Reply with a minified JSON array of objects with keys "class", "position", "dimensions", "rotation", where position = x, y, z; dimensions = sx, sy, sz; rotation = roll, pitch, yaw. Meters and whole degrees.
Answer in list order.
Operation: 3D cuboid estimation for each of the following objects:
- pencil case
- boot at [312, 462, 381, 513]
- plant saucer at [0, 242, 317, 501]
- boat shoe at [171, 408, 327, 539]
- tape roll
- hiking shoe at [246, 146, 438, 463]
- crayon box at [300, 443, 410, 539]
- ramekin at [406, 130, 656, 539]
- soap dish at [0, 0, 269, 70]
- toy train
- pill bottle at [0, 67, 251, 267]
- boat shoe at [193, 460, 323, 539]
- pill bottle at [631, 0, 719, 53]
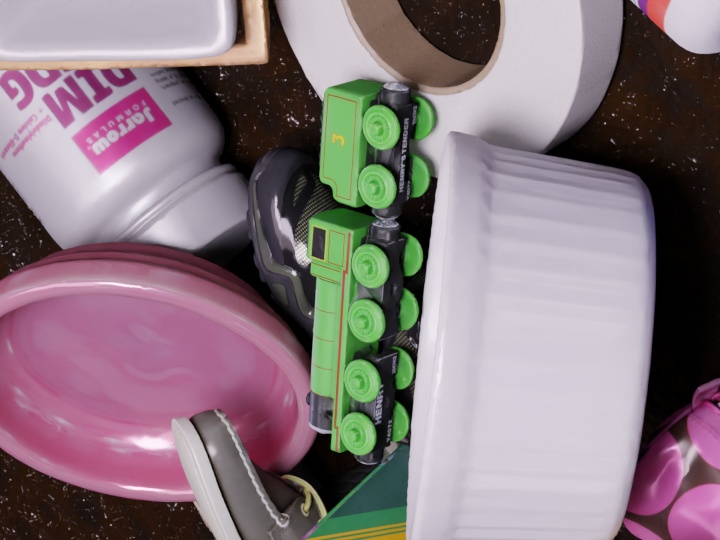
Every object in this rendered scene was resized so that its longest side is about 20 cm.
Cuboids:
[{"class":"pencil case","position":[0.212,0.144,1.248],"dimensions":[0.200,0.091,0.094],"rotation":[43,126,15]},{"class":"boot","position":[0.063,0.174,1.429],"dimensions":[0.200,0.068,0.131],"rotation":[5,121,44]},{"class":"plant saucer","position":[-0.117,0.050,1.404],"dimensions":[0.200,0.051,0.201],"rotation":[5,142,4]},{"class":"boat shoe","position":[-0.044,0.145,1.419],"dimensions":[0.202,0.060,0.072],"rotation":[66,175,-35]},{"class":"tape roll","position":[0.038,-0.141,1.285],"dimensions":[0.202,0.037,0.203],"rotation":[24,129,33]},{"class":"hiking shoe","position":[0.021,0.012,1.378],"dimensions":[0.101,0.076,0.200],"rotation":[-26,101,37]},{"class":"crayon box","position":[0.054,0.196,1.322],"dimensions":[0.200,0.119,0.058],"rotation":[42,134,8]},{"class":"ramekin","position":[0.078,0.039,1.234],"dimensions":[0.097,0.201,0.201],"rotation":[6,125,0]},{"class":"soap dish","position":[-0.123,-0.204,1.326],"dimensions":[0.157,0.081,0.201],"rotation":[0,106,18]},{"class":"toy train","position":[0.000,0.000,1.319],"dimensions":[0.056,0.042,0.201],"rotation":[17,112,34]},{"class":"pill bottle","position":[-0.146,-0.080,1.445],"dimensions":[0.200,0.113,0.113],"rotation":[51,138,8]},{"class":"boat shoe","position":[-0.073,0.120,1.523],"dimensions":[0.072,0.076,0.200],"rotation":[-34,86,51]},{"class":"pill bottle","position":[0.113,-0.194,1.122],"dimensions":[0.200,0.112,0.113],"rotation":[45,137,15]}]
